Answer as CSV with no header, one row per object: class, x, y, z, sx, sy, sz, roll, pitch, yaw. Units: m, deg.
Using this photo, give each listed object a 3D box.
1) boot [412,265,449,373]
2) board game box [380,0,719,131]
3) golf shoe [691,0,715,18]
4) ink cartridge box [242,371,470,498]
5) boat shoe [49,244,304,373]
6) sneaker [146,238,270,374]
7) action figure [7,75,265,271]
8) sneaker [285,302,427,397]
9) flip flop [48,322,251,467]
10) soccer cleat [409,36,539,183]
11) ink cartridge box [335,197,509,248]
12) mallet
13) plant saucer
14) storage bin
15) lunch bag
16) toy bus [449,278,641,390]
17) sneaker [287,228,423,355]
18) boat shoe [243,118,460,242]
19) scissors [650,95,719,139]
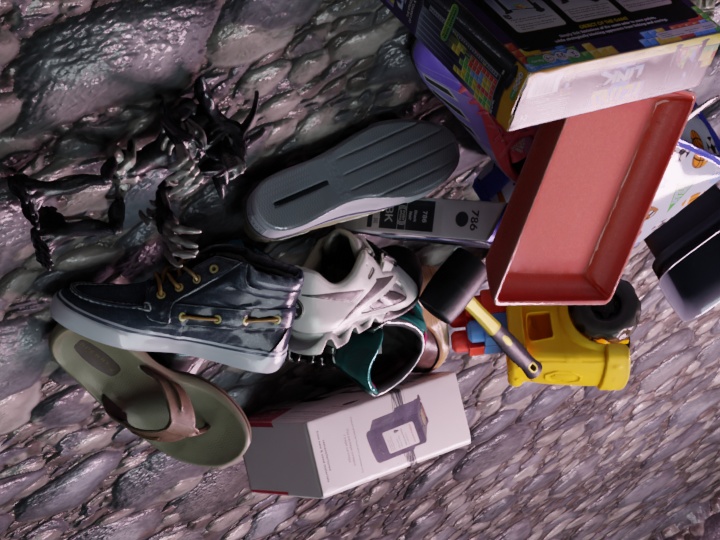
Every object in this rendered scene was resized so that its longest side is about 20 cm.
boot,0.007,0.060,1.642,0.166,0.073,0.200,-13,152,-13
board game box,0.142,-0.189,1.202,0.200,0.165,0.057,-15,139,-33
golf shoe,0.193,-0.198,1.345,0.199,0.097,0.079,-8,118,-21
ink cartridge box,-0.006,0.171,1.705,0.200,0.085,0.145,-15,-175,-35
boat shoe,-0.147,0.017,1.318,0.200,0.071,0.091,12,109,-16
sneaker,-0.157,0.045,1.412,0.200,0.073,0.082,-37,133,5
action figure,-0.146,-0.062,1.174,0.200,0.102,0.119,-24,142,-16
sneaker,-0.025,0.067,1.479,0.199,0.121,0.084,-10,120,-18
flip flop,-0.180,0.109,1.370,0.081,0.058,0.200,-42,114,15
soccer cleat,0.114,-0.130,1.326,0.068,0.073,0.200,-36,130,12
ink cartridge box,0.086,-0.041,1.409,0.200,0.039,0.099,4,177,36
mallet,0.128,0.043,1.517,0.200,0.041,0.066,34,89,-47
plant saucer,0.183,-0.069,1.325,0.200,0.037,0.200,2,114,-53
storage bin,0.354,-0.057,1.735,0.145,0.134,0.200,-37,156,7
lunch bag,0.216,-0.107,1.490,0.200,0.124,0.170,11,133,-49
toy bus,0.185,0.022,1.667,0.191,0.201,0.136,-3,159,3
sneaker,0.000,0.000,1.424,0.200,0.074,0.089,-34,134,-55
boat shoe,-0.011,-0.077,1.365,0.200,0.072,0.062,-19,176,-22
scissors,0.231,-0.090,1.422,0.200,0.014,0.073,-26,131,9
